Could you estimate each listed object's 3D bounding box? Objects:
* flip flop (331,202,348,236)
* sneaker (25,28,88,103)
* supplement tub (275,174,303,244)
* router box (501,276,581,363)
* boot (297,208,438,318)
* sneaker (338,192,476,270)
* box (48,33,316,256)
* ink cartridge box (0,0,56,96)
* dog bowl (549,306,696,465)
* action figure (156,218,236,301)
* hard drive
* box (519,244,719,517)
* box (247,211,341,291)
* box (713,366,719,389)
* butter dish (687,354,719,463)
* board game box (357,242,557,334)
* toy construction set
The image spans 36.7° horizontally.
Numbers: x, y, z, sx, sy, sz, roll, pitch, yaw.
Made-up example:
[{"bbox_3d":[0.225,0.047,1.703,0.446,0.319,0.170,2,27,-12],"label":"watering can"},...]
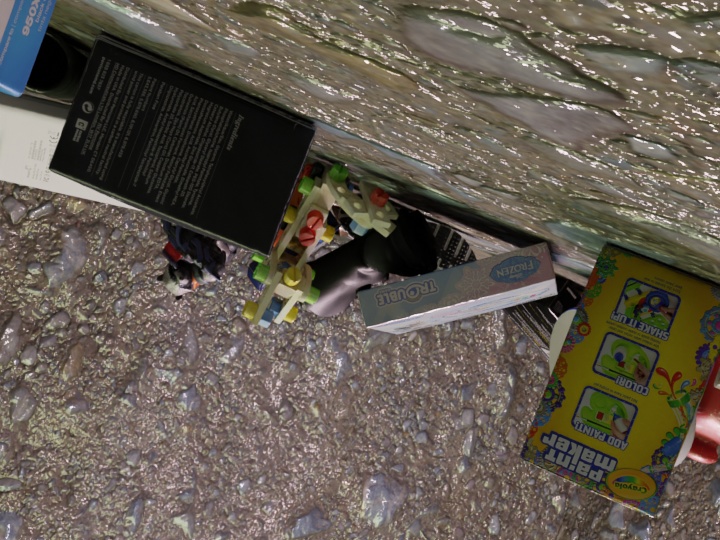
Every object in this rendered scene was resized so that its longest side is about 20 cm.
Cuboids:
[{"bbox_3d":[-0.035,-0.080,1.450,0.199,0.058,0.081,23,179,-41],"label":"flip flop"},{"bbox_3d":[-0.346,-0.212,1.015,0.198,0.071,0.099,16,178,-7],"label":"sneaker"},{"bbox_3d":[-0.173,-0.105,1.249,0.198,0.124,0.122,22,179,21],"label":"supplement tub"},{"bbox_3d":[0.275,0.076,1.504,0.200,0.051,0.149,46,167,-31],"label":"router box"},{"bbox_3d":[0.000,0.000,1.220,0.077,0.167,0.200,60,-170,-3],"label":"boot"},{"bbox_3d":[0.060,-0.041,1.364,0.199,0.074,0.080,31,-179,-11],"label":"sneaker"},{"bbox_3d":[-0.157,-0.105,0.979,0.195,0.125,0.200,20,179,-9],"label":"box"},{"bbox_3d":[-0.297,-0.186,0.644,0.143,0.085,0.200,21,180,13],"label":"ink cartridge box"},{"bbox_3d":[0.293,0.133,1.235,0.078,0.203,0.200,-10,-172,-15],"label":"dog bowl"},{"bbox_3d":[-0.165,-0.029,1.351,0.105,0.193,0.200,54,179,-35],"label":"action figure"},{"bbox_3d":[-0.279,-0.117,1.121,0.198,0.027,0.132,12,148,-18],"label":"hard drive"},{"bbox_3d":[0.240,0.098,0.973,0.121,0.194,0.200,21,179,14],"label":"box"},{"bbox_3d":[-0.086,-0.025,1.366,0.033,0.121,0.200,54,172,-1],"label":"box"},{"bbox_3d":[0.448,0.118,1.042,0.198,0.069,0.082,21,179,18],"label":"box"},{"bbox_3d":[0.412,0.148,1.246,0.198,0.149,0.200,23,179,-29],"label":"butter dish"},{"bbox_3d":[0.112,0.024,1.175,0.198,0.044,0.199,-15,173,9],"label":"board game box"},{"bbox_3d":[-0.049,-0.037,1.142,0.092,0.200,0.132,38,-151,-21],"label":"toy construction set"}]
